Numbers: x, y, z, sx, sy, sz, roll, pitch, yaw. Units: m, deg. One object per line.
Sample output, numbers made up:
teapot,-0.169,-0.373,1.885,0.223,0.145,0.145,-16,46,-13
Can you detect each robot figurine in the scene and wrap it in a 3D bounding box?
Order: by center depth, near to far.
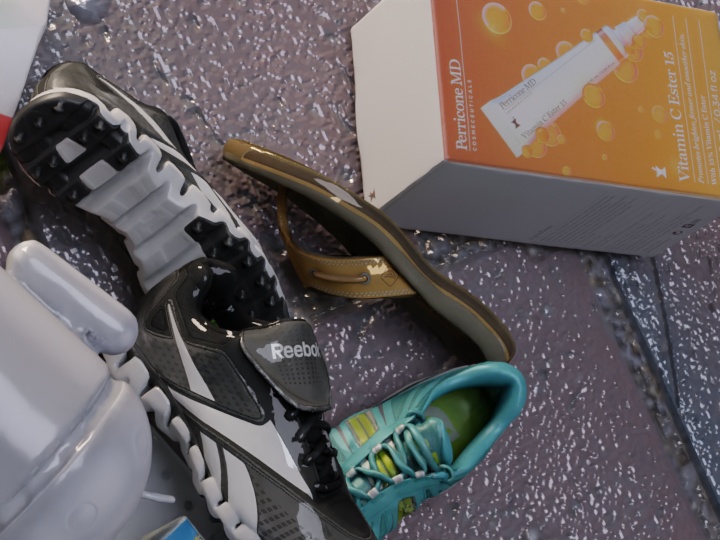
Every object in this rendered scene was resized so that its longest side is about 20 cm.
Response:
robot figurine,-0.176,0.064,0.968,0.200,0.113,0.170,44,70,-9

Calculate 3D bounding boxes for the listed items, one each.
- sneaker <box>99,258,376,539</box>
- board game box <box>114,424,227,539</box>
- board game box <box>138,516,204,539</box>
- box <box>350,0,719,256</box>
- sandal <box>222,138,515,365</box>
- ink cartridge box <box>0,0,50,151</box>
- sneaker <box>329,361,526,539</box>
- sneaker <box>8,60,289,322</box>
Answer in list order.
sneaker,-0.044,0.072,1.019,0.200,0.091,0.066,48,23,23
board game box,-0.158,0.160,1.037,0.200,0.026,0.200,50,59,-7
board game box,-0.083,0.243,1.001,0.147,0.064,0.200,-41,95,-31
box,0.106,-0.089,1.213,0.199,0.097,0.125,6,68,-27
sandal,0.000,0.000,1.153,0.200,0.080,0.054,41,81,-16
ink cartridge box,-0.240,-0.120,1.044,0.161,0.050,0.201,19,51,-23
sneaker,0.010,0.102,1.107,0.200,0.080,0.078,-36,91,-37
sneaker,-0.103,-0.037,1.101,0.200,0.066,0.091,48,19,-28
